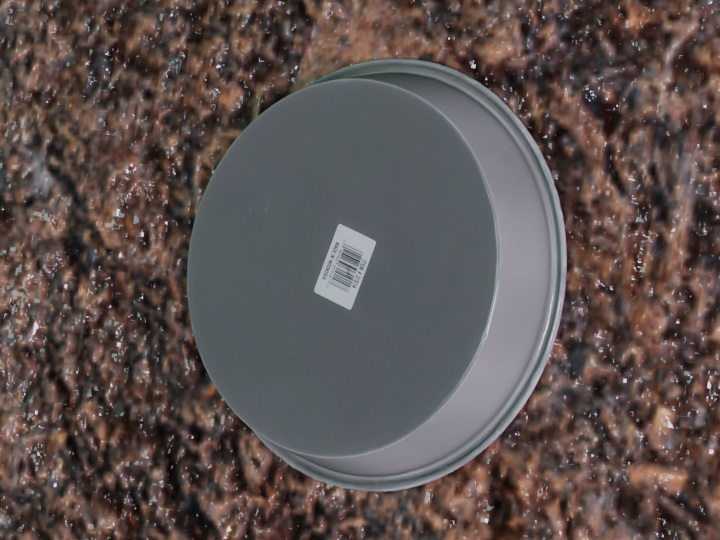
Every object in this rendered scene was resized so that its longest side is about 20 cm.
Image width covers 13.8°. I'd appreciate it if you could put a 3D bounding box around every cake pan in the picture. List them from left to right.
[{"bbox_3d":[0.000,0.000,1.358,0.200,0.037,0.201,-4,82,33],"label":"cake pan"}]
